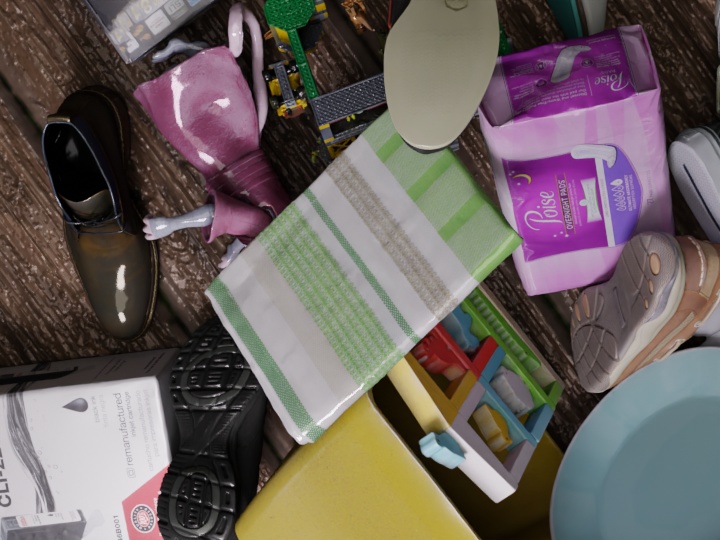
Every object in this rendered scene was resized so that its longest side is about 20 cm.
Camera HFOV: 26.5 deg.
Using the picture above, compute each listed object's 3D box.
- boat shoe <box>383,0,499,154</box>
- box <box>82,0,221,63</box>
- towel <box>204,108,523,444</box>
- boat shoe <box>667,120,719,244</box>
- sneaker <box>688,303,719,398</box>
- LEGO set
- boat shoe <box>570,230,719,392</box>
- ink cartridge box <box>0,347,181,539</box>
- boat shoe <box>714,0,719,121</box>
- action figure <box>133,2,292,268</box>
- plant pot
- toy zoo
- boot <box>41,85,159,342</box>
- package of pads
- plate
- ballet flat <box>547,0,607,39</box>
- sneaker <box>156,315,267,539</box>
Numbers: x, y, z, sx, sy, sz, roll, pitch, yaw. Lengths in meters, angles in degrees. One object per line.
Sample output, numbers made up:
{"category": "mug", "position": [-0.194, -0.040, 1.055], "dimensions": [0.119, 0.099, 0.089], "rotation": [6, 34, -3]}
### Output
{"category": "boat shoe", "position": [0.055, -0.165, 1.017], "dimensions": [0.073, 0.063, 0.203], "rotation": [5, 68, 1]}
{"category": "box", "position": [-0.136, -0.275, 1.123], "dimensions": [0.199, 0.049, 0.162], "rotation": [-33, 99, 13]}
{"category": "towel", "position": [0.000, 0.000, 1.021], "dimensions": [0.200, 0.031, 0.150], "rotation": [-43, 58, 12]}
{"category": "boat shoe", "position": [0.283, -0.015, 1.029], "dimensions": [0.070, 0.072, 0.201], "rotation": [-25, 86, -10]}
{"category": "sneaker", "position": [0.258, 0.085, 1.129], "dimensions": [0.199, 0.075, 0.116], "rotation": [-33, 61, 40]}
{"category": "LEGO set", "position": [0.031, -0.148, 1.112], "dimensions": [0.199, 0.116, 0.155], "rotation": [-26, 68, -1]}
{"category": "boat shoe", "position": [0.204, 0.034, 1.082], "dimensions": [0.071, 0.200, 0.076], "rotation": [-3, 70, -14]}
{"category": "ink cartridge box", "position": [-0.233, 0.150, 1.207], "dimensions": [0.198, 0.084, 0.146], "rotation": [-7, 102, 10]}
{"category": "boat shoe", "position": [0.287, -0.133, 1.085], "dimensions": [0.070, 0.064, 0.202], "rotation": [2, 102, 7]}
{"category": "action figure", "position": [-0.084, -0.071, 1.121], "dimensions": [0.148, 0.134, 0.201], "rotation": [-33, 86, 12]}
{"category": "plant pot", "position": [0.028, 0.171, 1.129], "dimensions": [0.176, 0.200, 0.201], "rotation": [-36, 95, 26]}
{"category": "toy zoo", "position": [0.079, 0.079, 1.090], "dimensions": [0.020, 0.200, 0.131], "rotation": [-37, 95, 28]}
{"category": "boot", "position": [-0.204, -0.035, 1.157], "dimensions": [0.074, 0.097, 0.202], "rotation": [-8, 100, 10]}
{"category": "package of pads", "position": [0.152, -0.069, 1.064], "dimensions": [0.119, 0.076, 0.201], "rotation": [-12, 141, 7]}
{"category": "plate", "position": [0.216, 0.143, 1.050], "dimensions": [0.200, 0.201, 0.026], "rotation": [-43, 122, 14]}
{"category": "ballet flat", "position": [0.140, -0.257, 1.085], "dimensions": [0.069, 0.069, 0.201], "rotation": [-26, 96, 12]}
{"category": "sneaker", "position": [-0.106, 0.127, 1.174], "dimensions": [0.075, 0.091, 0.202], "rotation": [6, 68, 15]}
